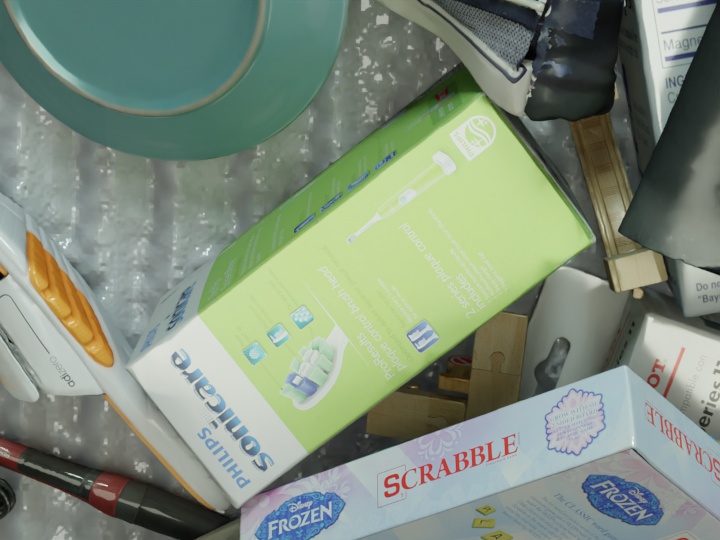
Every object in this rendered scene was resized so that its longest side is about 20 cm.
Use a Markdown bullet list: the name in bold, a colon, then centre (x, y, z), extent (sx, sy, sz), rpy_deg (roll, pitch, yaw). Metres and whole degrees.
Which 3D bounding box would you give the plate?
- **plate**: centre (-0.102, -0.138, 0.948), extent (0.199, 0.026, 0.201), rpy_deg (10, 120, 17)

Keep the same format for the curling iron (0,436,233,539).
- **curling iron**: centre (-0.124, 0.120, 1.040), extent (0.199, 0.026, 0.050), rpy_deg (14, 122, -7)

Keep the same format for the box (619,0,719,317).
- **box**: centre (0.216, -0.098, 0.948), extent (0.183, 0.105, 0.201), rpy_deg (-10, 101, 4)

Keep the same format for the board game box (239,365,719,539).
- **board game box**: centre (0.083, 0.129, 0.923), extent (0.199, 0.041, 0.200), rpy_deg (-21, 141, 28)

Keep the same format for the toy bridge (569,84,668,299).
- **toy bridge**: centre (0.107, -0.084, 0.970), extent (0.027, 0.067, 0.201), rpy_deg (-14, 93, 3)

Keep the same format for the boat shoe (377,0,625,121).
- **boat shoe**: centre (0.056, -0.148, 0.897), extent (0.074, 0.200, 0.093), rpy_deg (-8, 124, -28)

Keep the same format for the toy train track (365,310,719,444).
- **toy train track**: centre (0.103, 0.076, 0.956), extent (0.199, 0.033, 0.115), rpy_deg (9, 108, 10)

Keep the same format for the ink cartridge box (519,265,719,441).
- **ink cartridge box**: centre (0.169, 0.084, 1.004), extent (0.199, 0.067, 0.118), rpy_deg (19, 102, -3)

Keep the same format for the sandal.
- **sandal**: centre (-0.142, 0.049, 0.997), extent (0.059, 0.079, 0.207), rpy_deg (-37, 100, 5)

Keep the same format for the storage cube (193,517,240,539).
- **storage cube**: centre (-0.079, 0.246, 0.978), extent (0.199, 0.171, 0.180), rpy_deg (-28, 100, 16)

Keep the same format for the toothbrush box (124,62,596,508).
- **toothbrush box**: centre (0.000, 0.000, 0.951), extent (0.200, 0.146, 0.086), rpy_deg (-36, 99, 7)

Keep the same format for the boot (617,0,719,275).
- **boot**: centre (0.151, -0.103, 0.869), extent (0.164, 0.066, 0.201), rpy_deg (19, 106, 0)
